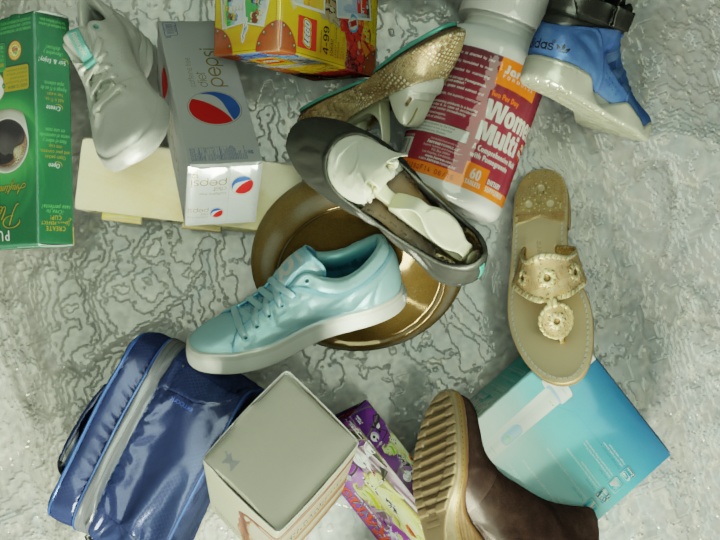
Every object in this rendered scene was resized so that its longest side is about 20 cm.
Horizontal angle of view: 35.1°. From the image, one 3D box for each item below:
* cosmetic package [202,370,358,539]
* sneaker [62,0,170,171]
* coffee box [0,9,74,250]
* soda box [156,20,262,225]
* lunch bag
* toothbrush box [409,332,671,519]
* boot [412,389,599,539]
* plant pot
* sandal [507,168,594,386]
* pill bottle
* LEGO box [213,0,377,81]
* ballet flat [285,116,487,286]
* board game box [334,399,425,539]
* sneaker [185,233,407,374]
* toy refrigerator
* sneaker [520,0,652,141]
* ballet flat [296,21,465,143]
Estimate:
[{"bbox_3d":[-0.069,0.176,0.969,0.087,0.200,0.103,41,71,12],"label":"cosmetic package"},{"bbox_3d":[-0.219,-0.165,0.973,0.075,0.201,0.089,-31,132,9],"label":"sneaker"},{"bbox_3d":[-0.310,-0.119,1.013,0.121,0.044,0.204,-3,89,35],"label":"coffee box"},{"bbox_3d":[-0.134,-0.132,0.984,0.063,0.069,0.202,-4,46,-15],"label":"soda box"},{"bbox_3d":[-0.188,0.160,1.004,0.131,0.136,0.202,27,85,6],"label":"lunch bag"},{"bbox_3d":[0.160,0.174,1.061,0.200,0.085,0.147,-41,94,-4],"label":"toothbrush box"},{"bbox_3d":[0.131,0.206,0.984,0.164,0.072,0.204,5,76,-30],"label":"boot"},{"bbox_3d":[0.000,0.000,1.020,0.196,0.028,0.202,-2,126,-2],"label":"plant pot"},{"bbox_3d":[0.163,-0.007,1.025,0.076,0.070,0.215,-8,62,16],"label":"sandal"},{"bbox_3d":[0.108,-0.156,1.044,0.108,0.110,0.203,20,89,-4],"label":"pill bottle"},{"bbox_3d":[-0.053,-0.280,1.006,0.076,0.148,0.204,2,90,34],"label":"LEGO box"},{"bbox_3d":[0.028,-0.063,0.930,0.199,0.068,0.068,36,79,-7],"label":"ballet flat"},{"bbox_3d":[0.034,0.214,1.036,0.032,0.120,0.201,-40,93,-27],"label":"board game box"},{"bbox_3d":[-0.060,0.019,0.964,0.197,0.074,0.083,-21,121,-14],"label":"sneaker"},{"bbox_3d":[-0.153,-0.071,1.040,0.196,0.076,0.071,7,90,-5],"label":"toy refrigerator"},{"bbox_3d":[0.220,-0.192,1.025,0.199,0.076,0.113,18,91,-48],"label":"sneaker"},{"bbox_3d":[0.025,-0.149,1.015,0.070,0.199,0.066,-14,82,-46],"label":"ballet flat"}]
